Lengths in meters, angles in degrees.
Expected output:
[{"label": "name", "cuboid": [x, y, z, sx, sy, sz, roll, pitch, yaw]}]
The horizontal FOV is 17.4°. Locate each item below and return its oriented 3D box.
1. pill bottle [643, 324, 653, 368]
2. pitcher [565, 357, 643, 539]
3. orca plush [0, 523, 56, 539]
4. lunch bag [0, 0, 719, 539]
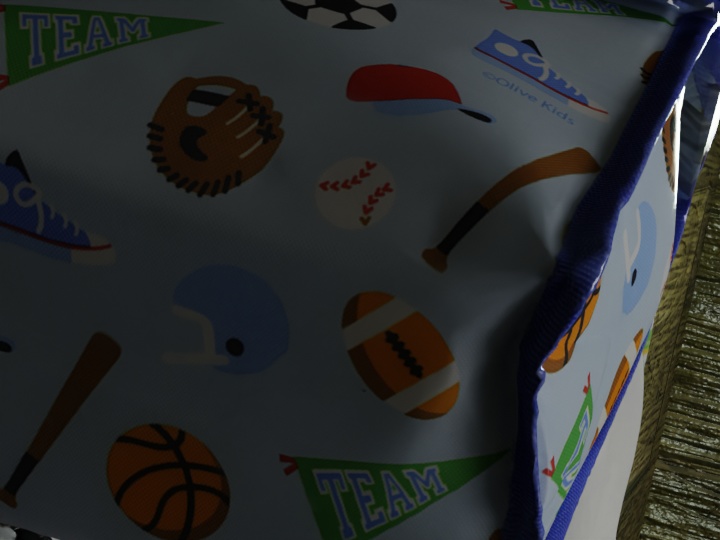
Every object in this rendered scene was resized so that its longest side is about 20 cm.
[{"label": "pill bottle", "cuboid": [0.072, 0.100, 1.162, 0.111, 0.110, 0.202, -13, 115, -76]}, {"label": "pitcher", "cuboid": [0.048, 0.075, 1.032, 0.121, 0.171, 0.202, -20, 105, -45]}, {"label": "orca plush", "cuboid": [-0.078, 0.093, 0.535, 0.200, 0.071, 0.106, 82, 28, -73]}, {"label": "lunch bag", "cuboid": [-0.010, -0.029, 0.528, 0.200, 0.169, 0.125, -54, 158, -57]}]
